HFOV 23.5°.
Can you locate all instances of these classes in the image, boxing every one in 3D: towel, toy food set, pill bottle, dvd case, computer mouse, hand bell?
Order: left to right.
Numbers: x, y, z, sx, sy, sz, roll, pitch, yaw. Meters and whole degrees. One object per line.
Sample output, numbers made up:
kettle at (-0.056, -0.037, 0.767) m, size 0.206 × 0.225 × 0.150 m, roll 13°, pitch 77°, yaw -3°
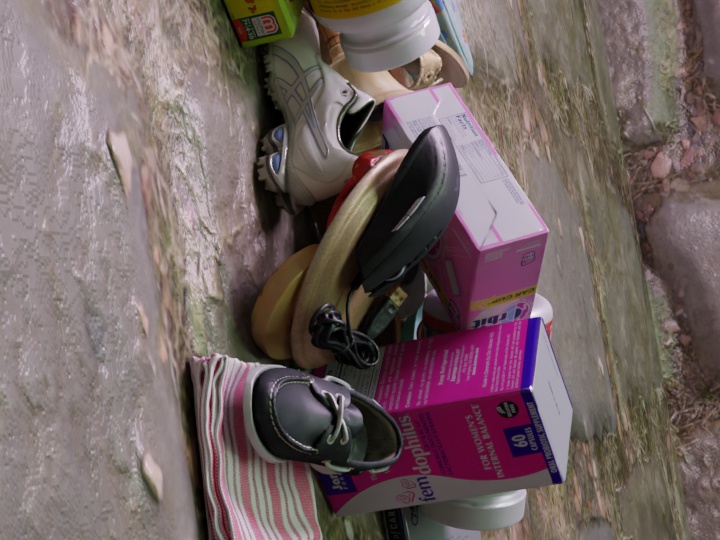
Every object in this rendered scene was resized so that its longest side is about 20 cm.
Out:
towel at (-0.070, 0.138, 1.277) m, size 0.200 × 0.030 × 0.147 m, roll 21°, pitch 61°, yaw -70°
hand bell at (-0.024, -0.209, 1.554) m, size 0.200 × 0.104 × 0.104 m, roll 65°, pitch 12°, yaw 18°
toy food set at (-0.009, -0.008, 1.386) m, size 0.200 × 0.049 × 0.198 m, roll -63°, pitch 162°, yaw -3°
pill bottle at (-0.003, -0.270, 1.431) m, size 0.113 × 0.112 × 0.200 m, roll -76°, pitch 150°, yaw -53°
computer mouse at (0.036, -0.008, 1.354) m, size 0.200 × 0.046 × 0.140 m, roll -60°, pitch 161°, yaw -11°
dvd case at (0.067, 0.229, 1.617) m, size 0.150 × 0.025 × 0.201 m, roll -13°, pitch 95°, yaw -61°
pill bottle at (0.107, 0.120, 1.540) m, size 0.116 × 0.116 × 0.201 m, roll -42°, pitch 136°, yaw -70°

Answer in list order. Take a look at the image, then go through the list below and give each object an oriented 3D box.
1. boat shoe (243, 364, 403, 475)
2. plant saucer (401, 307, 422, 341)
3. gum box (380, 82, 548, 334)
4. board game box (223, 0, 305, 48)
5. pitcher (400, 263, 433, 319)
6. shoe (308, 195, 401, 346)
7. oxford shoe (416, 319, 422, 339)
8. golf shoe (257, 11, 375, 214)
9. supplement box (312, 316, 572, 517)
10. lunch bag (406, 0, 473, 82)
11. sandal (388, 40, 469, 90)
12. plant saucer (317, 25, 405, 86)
boat shoe at (-0.025, 0.111, 1.281) m, size 0.200 × 0.060 × 0.076 m, roll 25°, pitch 63°, yaw -66°
plant saucer at (0.073, 0.130, 1.746) m, size 0.200 × 0.027 × 0.201 m, roll -11°, pitch 90°, yaw -74°
gum box at (0.080, -0.055, 1.469) m, size 0.114 × 0.066 × 0.200 m, roll 95°, pitch -27°, yaw -48°
board game box at (-0.078, -0.286, 1.473) m, size 0.200 × 0.047 × 0.102 m, roll -78°, pitch 152°, yaw -52°
pitcher at (0.043, -0.054, 1.635) m, size 0.172 × 0.121 × 0.200 m, roll 63°, pitch 29°, yaw -1°
shoe at (0.000, 0.000, 1.512) m, size 0.053 × 0.070 × 0.201 m, roll -13°, pitch 93°, yaw -70°
oxford shoe at (0.105, 0.112, 1.730) m, size 0.071 × 0.072 × 0.200 m, roll -54°, pitch 125°, yaw -22°
golf shoe at (-0.030, -0.141, 1.460) m, size 0.078 × 0.097 × 0.200 m, roll 50°, pitch 32°, yaw -54°
supplement box at (0.063, 0.121, 1.424) m, size 0.103 × 0.199 × 0.101 m, roll -74°, pitch 147°, yaw -53°
lunch bag at (0.054, -0.291, 1.815) m, size 0.200 × 0.077 × 0.161 m, roll 58°, pitch 17°, yaw -51°
sandal at (0.033, -0.201, 1.654) m, size 0.212 × 0.077 × 0.070 m, roll 43°, pitch 59°, yaw -53°
plant saucer at (0.009, -0.191, 1.716) m, size 0.200 × 0.037 × 0.201 m, roll -11°, pitch 90°, yaw -73°
